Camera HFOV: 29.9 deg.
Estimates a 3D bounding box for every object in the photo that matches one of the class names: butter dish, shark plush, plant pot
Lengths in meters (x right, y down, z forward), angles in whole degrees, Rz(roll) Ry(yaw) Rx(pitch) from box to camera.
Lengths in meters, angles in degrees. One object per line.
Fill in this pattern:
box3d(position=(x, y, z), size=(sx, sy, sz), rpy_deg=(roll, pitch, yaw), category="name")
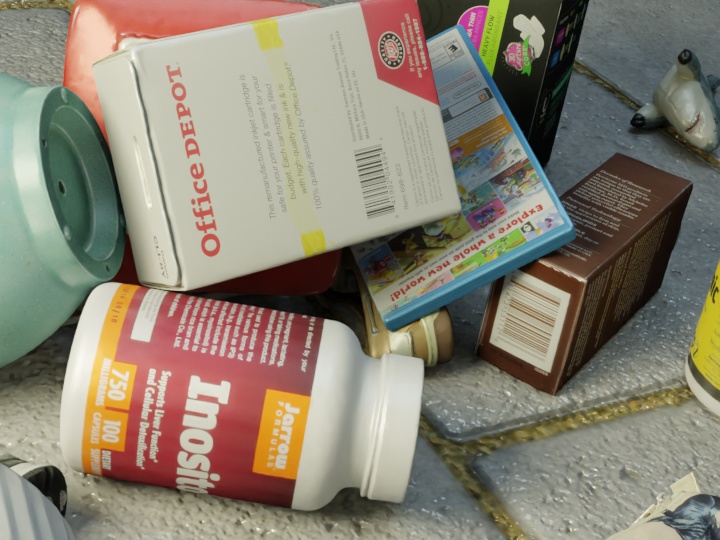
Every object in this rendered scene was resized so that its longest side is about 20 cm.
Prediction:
box3d(position=(-0.112, -0.092, 0.963), size=(0.198, 0.202, 0.148), rpy_deg=(3, 7, -11), category="butter dish")
box3d(position=(0.338, -0.165, 1.373), size=(0.083, 0.091, 0.200), rpy_deg=(38, 15, 7), category="shark plush")
box3d(position=(-0.223, -0.037, 0.805), size=(0.133, 0.201, 0.201), rpy_deg=(-13, 30, 12), category="plant pot")

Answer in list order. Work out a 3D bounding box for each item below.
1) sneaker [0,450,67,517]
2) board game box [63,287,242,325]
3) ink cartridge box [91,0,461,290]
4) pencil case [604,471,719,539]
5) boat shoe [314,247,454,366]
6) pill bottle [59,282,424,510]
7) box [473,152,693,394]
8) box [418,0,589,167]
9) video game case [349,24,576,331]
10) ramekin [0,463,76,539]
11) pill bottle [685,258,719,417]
box3d(position=(-0.257, 0.141, 0.689), size=(0.115, 0.076, 0.200), rpy_deg=(16, 23, 26), category="sneaker")
box3d(position=(-0.195, -0.035, 1.012), size=(0.199, 0.026, 0.200), rpy_deg=(-10, 37, -28), category="board game box")
box3d(position=(-0.052, -0.082, 0.841), size=(0.199, 0.146, 0.083), rpy_deg=(-16, 8, -28), category="ink cartridge box")
box3d(position=(0.129, 0.181, 0.712), size=(0.199, 0.078, 0.090), rpy_deg=(-16, 61, -35), category="pencil case")
box3d(position=(0.000, 0.000, 0.981), size=(0.076, 0.072, 0.200), rpy_deg=(-16, 36, -11), category="boat shoe")
box3d(position=(-0.066, 0.077, 0.789), size=(0.198, 0.114, 0.113), rpy_deg=(9, 32, -1), category="pill bottle")
box3d(position=(0.168, -0.004, 0.998), size=(0.075, 0.101, 0.200), rpy_deg=(27, 35, 25), category="box")
box3d(position=(0.103, -0.182, 1.164), size=(0.148, 0.201, 0.124), rpy_deg=(20, 33, 16), category="box")
box3d(position=(0.047, -0.070, 0.949), size=(0.142, 0.018, 0.201), rpy_deg=(-26, 57, 4), category="video game case")
box3d(position=(-0.195, 0.165, 0.542), size=(0.199, 0.202, 0.098), rpy_deg=(-1, 26, -18), category="ramekin")
box3d(position=(0.302, 0.006, 0.926), size=(0.110, 0.201, 0.112), rpy_deg=(8, 32, -5), category="pill bottle")
